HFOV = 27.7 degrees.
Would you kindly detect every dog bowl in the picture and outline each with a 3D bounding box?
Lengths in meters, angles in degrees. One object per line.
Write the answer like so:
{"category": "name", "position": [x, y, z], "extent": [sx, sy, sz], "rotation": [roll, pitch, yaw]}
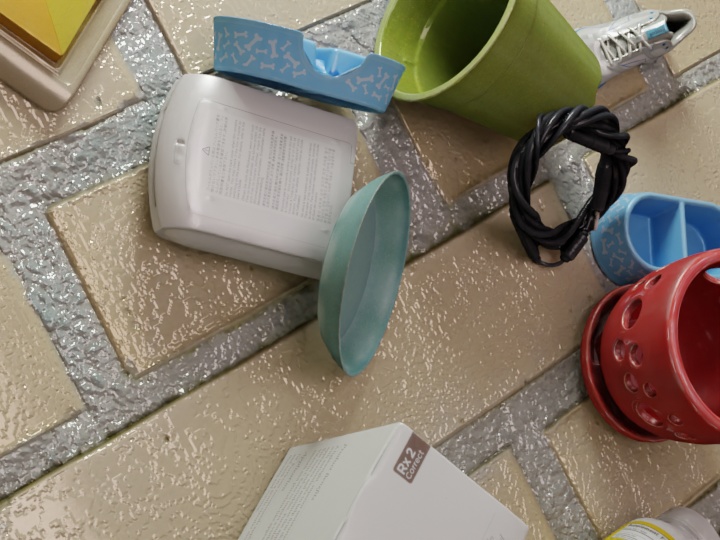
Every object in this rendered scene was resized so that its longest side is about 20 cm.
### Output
{"category": "dog bowl", "position": [0.357, -0.034, 1.676], "extent": [0.199, 0.050, 0.112], "rotation": [7, 75, -31]}
{"category": "dog bowl", "position": [-0.053, -0.197, 1.419], "extent": [0.199, 0.111, 0.050], "rotation": [11, 92, -29]}

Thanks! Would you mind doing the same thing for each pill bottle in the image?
{"category": "pill bottle", "position": [0.282, 0.327, 1.506], "extent": [0.199, 0.112, 0.113], "rotation": [-26, 93, -34]}

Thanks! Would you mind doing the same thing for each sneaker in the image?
{"category": "sneaker", "position": [0.309, -0.266, 1.680], "extent": [0.200, 0.087, 0.075], "rotation": [-27, 95, -32]}

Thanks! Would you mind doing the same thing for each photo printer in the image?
{"category": "photo printer", "position": [-0.105, -0.090, 1.389], "extent": [0.199, 0.069, 0.167], "rotation": [14, 74, -29]}

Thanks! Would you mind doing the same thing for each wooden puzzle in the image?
{"category": "wooden puzzle", "position": [-0.301, -0.273, 1.331], "extent": [0.185, 0.037, 0.201], "rotation": [36, 63, -20]}

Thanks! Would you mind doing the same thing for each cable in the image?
{"category": "cable", "position": [0.223, -0.097, 1.536], "extent": [0.163, 0.051, 0.200], "rotation": [-40, 139, -7]}

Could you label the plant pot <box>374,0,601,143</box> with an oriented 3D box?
{"category": "plant pot", "position": [0.149, -0.222, 1.526], "extent": [0.190, 0.200, 0.201], "rotation": [30, 64, -36]}

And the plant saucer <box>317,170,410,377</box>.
{"category": "plant saucer", "position": [0.000, 0.000, 1.394], "extent": [0.036, 0.200, 0.201], "rotation": [14, 65, 16]}

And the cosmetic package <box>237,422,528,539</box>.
{"category": "cosmetic package", "position": [0.006, 0.257, 1.298], "extent": [0.165, 0.200, 0.165], "rotation": [40, 62, -18]}

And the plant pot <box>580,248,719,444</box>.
{"category": "plant pot", "position": [0.345, 0.091, 1.559], "extent": [0.200, 0.182, 0.202], "rotation": [8, 74, -31]}
